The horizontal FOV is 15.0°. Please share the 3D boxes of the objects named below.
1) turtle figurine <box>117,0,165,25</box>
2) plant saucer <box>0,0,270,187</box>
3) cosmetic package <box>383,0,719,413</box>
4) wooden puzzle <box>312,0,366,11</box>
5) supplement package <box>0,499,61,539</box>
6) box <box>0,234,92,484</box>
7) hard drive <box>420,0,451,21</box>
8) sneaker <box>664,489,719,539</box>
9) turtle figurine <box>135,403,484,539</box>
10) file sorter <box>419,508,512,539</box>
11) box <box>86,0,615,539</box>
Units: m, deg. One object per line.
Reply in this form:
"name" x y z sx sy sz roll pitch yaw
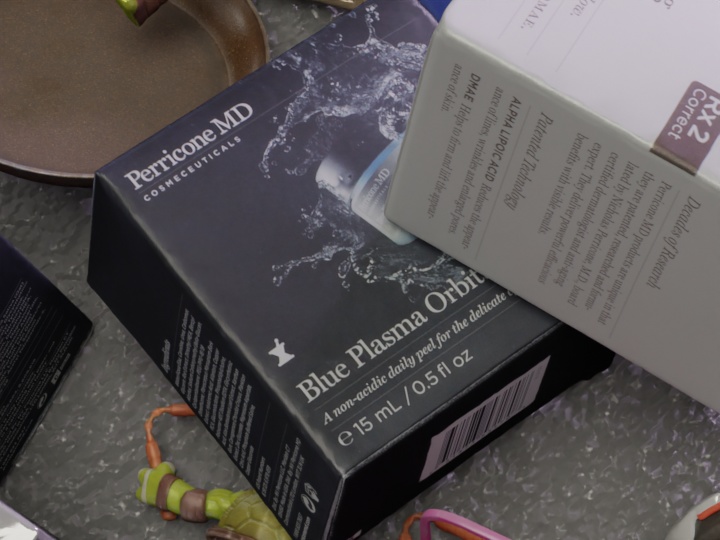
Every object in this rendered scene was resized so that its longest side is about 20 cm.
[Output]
"turtle figurine" -0.079 -0.214 1.424 0.161 0.064 0.201 -34 89 3
"plant saucer" -0.148 -0.109 1.434 0.198 0.032 0.201 6 45 -6
"cosmetic package" 0.142 -0.072 1.246 0.199 0.165 0.165 29 61 8
"wooden puzzle" -0.056 -0.245 1.492 0.199 0.037 0.186 16 77 3
"supplement package" -0.208 0.161 1.321 0.119 0.200 0.122 30 81 15
"box" -0.240 0.015 1.366 0.147 0.200 0.105 28 81 15
"hard drive" 0.051 -0.212 1.411 0.132 0.025 0.201 -40 79 39
"sneaker" 0.249 0.122 1.331 0.199 0.077 0.082 -18 79 4
"turtle figurine" -0.041 0.154 1.369 0.199 0.064 0.162 20 79 13
"file sorter" 0.043 0.231 1.244 0.138 0.126 0.201 23 68 15
"box" 0.000 0.000 1.350 0.196 0.118 0.200 -34 71 -21
